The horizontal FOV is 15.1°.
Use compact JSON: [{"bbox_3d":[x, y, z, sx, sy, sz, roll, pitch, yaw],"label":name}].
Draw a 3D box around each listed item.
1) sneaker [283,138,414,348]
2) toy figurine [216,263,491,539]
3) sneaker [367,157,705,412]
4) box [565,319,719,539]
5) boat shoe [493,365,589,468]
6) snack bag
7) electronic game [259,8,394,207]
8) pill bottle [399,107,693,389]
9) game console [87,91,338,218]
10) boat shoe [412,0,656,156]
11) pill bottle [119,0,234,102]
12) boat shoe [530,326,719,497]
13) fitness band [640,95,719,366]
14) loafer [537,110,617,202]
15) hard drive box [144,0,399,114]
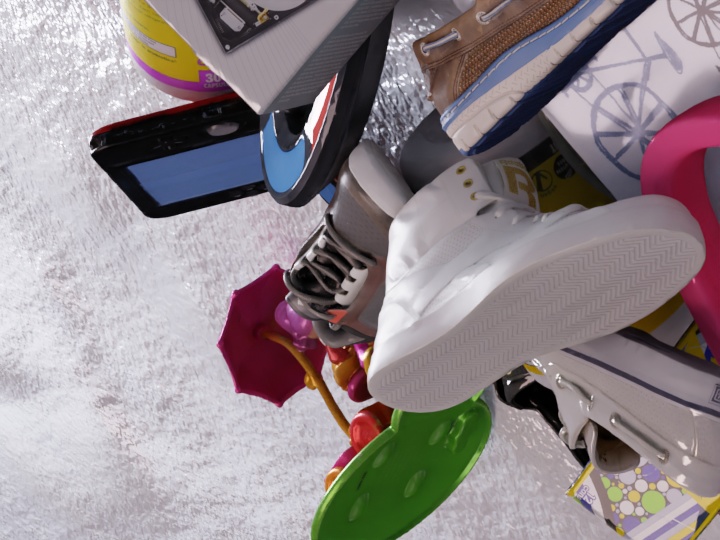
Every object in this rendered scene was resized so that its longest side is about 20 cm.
[{"bbox_3d":[0.000,0.000,1.465,0.077,0.082,0.200,56,171,21],"label":"sneaker"},{"bbox_3d":[-0.017,0.063,1.824,0.184,0.150,0.200,48,137,26],"label":"toy figurine"},{"bbox_3d":[0.080,-0.019,1.314,0.200,0.116,0.074,-27,135,37],"label":"sneaker"},{"bbox_3d":[0.189,0.057,1.379,0.070,0.064,0.200,37,126,7],"label":"box"},{"bbox_3d":[0.108,0.052,1.641,0.201,0.063,0.074,45,161,14],"label":"boat shoe"},{"bbox_3d":[0.149,-0.123,1.274,0.189,0.021,0.200,50,134,-1],"label":"snack bag"},{"bbox_3d":[-0.022,-0.133,1.463,0.042,0.200,0.200,10,162,-14],"label":"electronic game"},{"bbox_3d":[0.116,-0.008,1.466,0.200,0.112,0.112,56,156,-19],"label":"pill bottle"},{"bbox_3d":[-0.058,-0.031,1.662,0.200,0.172,0.119,60,-164,-77],"label":"game console"},{"bbox_3d":[0.087,-0.132,1.249,0.072,0.072,0.200,53,130,7],"label":"boat shoe"},{"bbox_3d":[-0.093,-0.194,1.558,0.104,0.104,0.200,38,155,25],"label":"pill bottle"},{"bbox_3d":[0.123,0.063,1.332,0.071,0.070,0.200,16,-175,-32],"label":"boat shoe"},{"bbox_3d":[0.199,0.013,1.250,0.200,0.037,0.144,62,156,-11],"label":"fitness band"},{"bbox_3d":[0.117,-0.110,1.355,0.200,0.075,0.070,49,161,0],"label":"loafer"},{"bbox_3d":[-0.028,-0.202,1.321,0.156,0.200,0.077,44,-160,9],"label":"hard drive box"}]
